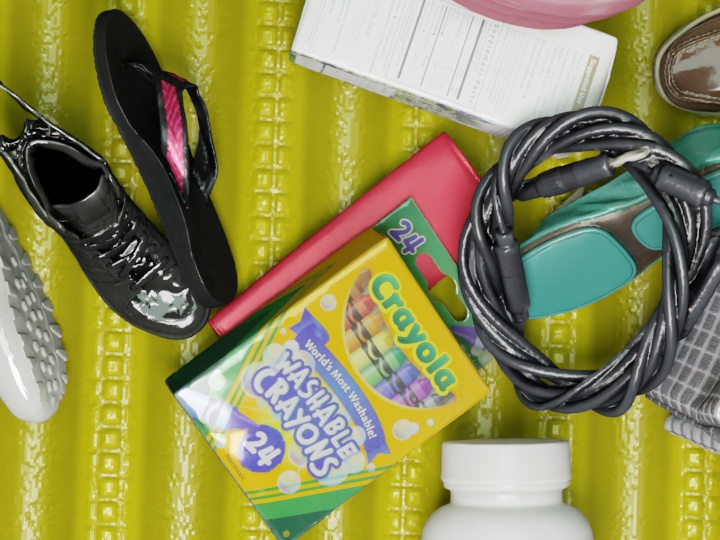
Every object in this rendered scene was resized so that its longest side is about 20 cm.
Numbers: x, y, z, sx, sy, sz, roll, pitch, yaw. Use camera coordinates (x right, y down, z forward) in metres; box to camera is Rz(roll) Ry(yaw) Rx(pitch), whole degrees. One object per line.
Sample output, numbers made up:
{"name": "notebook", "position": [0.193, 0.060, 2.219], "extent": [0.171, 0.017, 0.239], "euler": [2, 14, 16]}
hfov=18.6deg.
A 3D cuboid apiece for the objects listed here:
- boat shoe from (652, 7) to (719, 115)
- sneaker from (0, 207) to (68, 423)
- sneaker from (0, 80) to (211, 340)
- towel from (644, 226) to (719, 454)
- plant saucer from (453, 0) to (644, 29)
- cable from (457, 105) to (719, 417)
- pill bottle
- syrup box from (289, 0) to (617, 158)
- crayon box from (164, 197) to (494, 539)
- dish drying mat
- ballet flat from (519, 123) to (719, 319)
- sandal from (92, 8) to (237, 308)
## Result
{"name": "boat shoe", "position": [0.293, -0.145, 1.433], "extent": [0.200, 0.075, 0.075], "euler": [-12, 99, -5]}
{"name": "sneaker", "position": [-0.253, 0.010, 1.400], "extent": [0.080, 0.076, 0.201], "euler": [-25, 85, 7]}
{"name": "sneaker", "position": [-0.170, -0.034, 1.383], "extent": [0.060, 0.104, 0.200], "euler": [-42, 91, -5]}
{"name": "towel", "position": [0.260, 0.021, 1.379], "extent": [0.085, 0.165, 0.201], "euler": [31, 88, -24]}
{"name": "plant saucer", "position": [0.100, -0.220, 1.394], "extent": [0.199, 0.051, 0.202], "euler": [12, 44, -12]}
{"name": "cable", "position": [0.136, 0.000, 1.375], "extent": [0.162, 0.051, 0.201], "euler": [31, 117, 5]}
{"name": "pill bottle", "position": [0.093, 0.208, 1.392], "extent": [0.111, 0.112, 0.202], "euler": [0, 88, -4]}
{"name": "syrup box", "position": [0.058, -0.142, 1.416], "extent": [0.198, 0.079, 0.082], "euler": [18, 90, -3]}
{"name": "crayon box", "position": [-0.008, 0.064, 1.405], "extent": [0.199, 0.052, 0.126], "euler": [-37, 105, -5]}
{"name": "dish drying mat", "position": [0.000, 0.000, 1.435], "extent": [0.200, 0.018, 0.077], "euler": [-39, 101, -4]}
{"name": "ballet flat", "position": [0.171, -0.034, 1.423], "extent": [0.199, 0.071, 0.067], "euler": [-29, 121, 25]}
{"name": "sandal", "position": [-0.113, -0.076, 1.402], "extent": [0.045, 0.075, 0.202], "euler": [-21, 94, 25]}
